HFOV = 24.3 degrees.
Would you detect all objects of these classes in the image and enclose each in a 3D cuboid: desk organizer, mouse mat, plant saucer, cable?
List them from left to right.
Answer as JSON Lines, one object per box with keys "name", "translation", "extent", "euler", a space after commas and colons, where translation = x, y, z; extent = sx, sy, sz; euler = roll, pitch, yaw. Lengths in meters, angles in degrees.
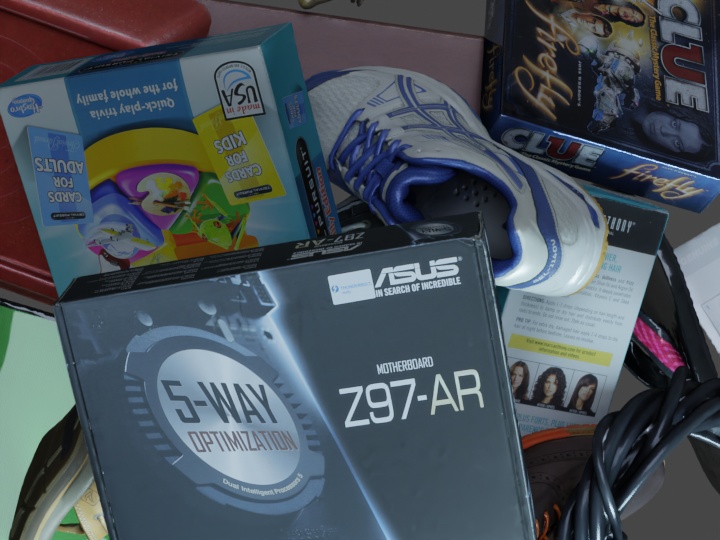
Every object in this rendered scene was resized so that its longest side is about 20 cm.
{"name": "plant saucer", "translation": [-0.202, -0.080, 0.911], "extent": [0.199, 0.037, 0.200], "euler": [20, 112, 0]}
{"name": "mouse mat", "translation": [-0.191, 0.123, 0.944], "extent": [0.160, 0.008, 0.201], "euler": [16, 80, 0]}
{"name": "desk organizer", "translation": [-0.012, -0.098, 0.963], "extent": [0.199, 0.072, 0.077], "euler": [8, 77, -2]}
{"name": "cable", "translation": [0.157, 0.137, 0.868], "extent": [0.163, 0.200, 0.051], "euler": [-50, 44, 0]}

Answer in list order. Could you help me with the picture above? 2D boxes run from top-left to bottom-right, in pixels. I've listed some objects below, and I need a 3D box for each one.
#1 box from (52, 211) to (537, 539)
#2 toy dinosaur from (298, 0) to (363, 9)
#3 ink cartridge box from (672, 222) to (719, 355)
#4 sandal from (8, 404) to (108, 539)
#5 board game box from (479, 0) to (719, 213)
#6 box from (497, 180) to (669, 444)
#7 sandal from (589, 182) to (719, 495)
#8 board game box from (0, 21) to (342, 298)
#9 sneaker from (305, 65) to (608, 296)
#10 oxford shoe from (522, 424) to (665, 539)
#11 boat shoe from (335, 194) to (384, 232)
{"name": "box", "translation": [-0.027, 0.068, 0.783], "extent": [0.199, 0.044, 0.161], "euler": [-8, 106, 6]}
{"name": "toy dinosaur", "translation": [0.020, -0.227, 0.971], "extent": [0.058, 0.101, 0.201], "euler": [19, 79, 0]}
{"name": "ink cartridge box", "translation": [0.289, 0.044, 0.974], "extent": [0.162, 0.057, 0.200], "euler": [-30, 75, -8]}
{"name": "sandal", "translation": [-0.136, 0.102, 0.871], "extent": [0.054, 0.080, 0.200], "euler": [26, 118, -16]}
{"name": "board game box", "translation": [0.138, -0.138, 0.947], "extent": [0.135, 0.035, 0.200], "euler": [14, 55, -13]}
{"name": "box", "translation": [0.094, 0.050, 0.909], "extent": [0.082, 0.049, 0.201], "euler": [12, 100, -23]}
{"name": "sandal", "translation": [0.166, 0.042, 0.949], "extent": [0.045, 0.075, 0.200], "euler": [-21, 85, -5]}
{"name": "board game box", "translation": [-0.086, -0.015, 0.861], "extent": [0.151, 0.047, 0.201], "euler": [-6, 110, 22]}
{"name": "sneaker", "translation": [0.030, -0.053, 0.843], "extent": [0.200, 0.088, 0.075], "euler": [29, 106, 30]}
{"name": "oxford shoe", "translation": [0.079, 0.137, 0.859], "extent": [0.200, 0.073, 0.071], "euler": [-21, 111, -16]}
{"name": "boat shoe", "translation": [0.000, 0.000, 0.926], "extent": [0.199, 0.072, 0.071], "euler": [-20, 38, 10]}
